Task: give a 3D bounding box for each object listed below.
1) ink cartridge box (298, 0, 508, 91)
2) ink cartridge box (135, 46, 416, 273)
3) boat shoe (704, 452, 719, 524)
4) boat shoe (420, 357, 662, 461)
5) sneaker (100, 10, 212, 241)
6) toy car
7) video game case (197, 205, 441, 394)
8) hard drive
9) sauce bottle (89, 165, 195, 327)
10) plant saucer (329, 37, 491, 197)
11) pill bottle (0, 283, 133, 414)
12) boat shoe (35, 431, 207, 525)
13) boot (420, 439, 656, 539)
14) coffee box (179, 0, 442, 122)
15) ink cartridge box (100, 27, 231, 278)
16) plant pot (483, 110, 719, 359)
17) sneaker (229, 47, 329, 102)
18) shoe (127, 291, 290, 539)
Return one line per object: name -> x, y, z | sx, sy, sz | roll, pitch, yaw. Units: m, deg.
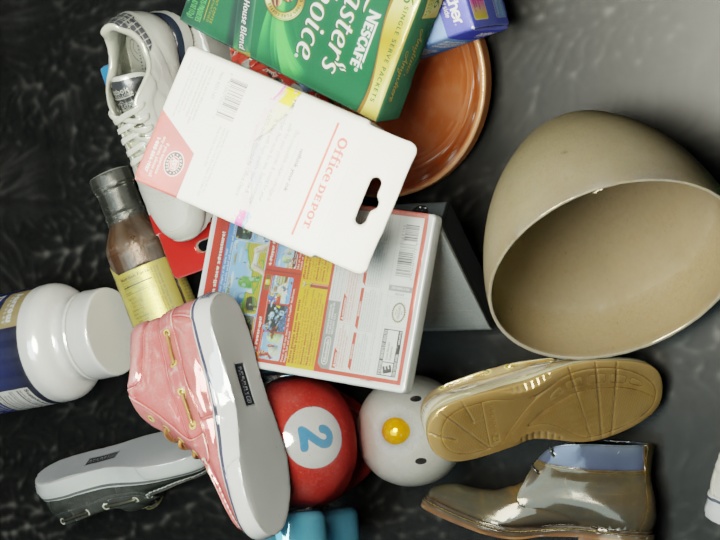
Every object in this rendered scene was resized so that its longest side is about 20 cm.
ink cartridge box -> 0.031, -0.239, 1.590 | 0.199, 0.076, 0.137 | -17, 90, 27
ink cartridge box -> -0.061, -0.084, 1.548 | 0.199, 0.067, 0.117 | 24, 94, 10
boat shoe -> 0.367, 0.173, 1.521 | 0.201, 0.075, 0.086 | 14, 102, 35
boat shoe -> 0.143, 0.100, 1.593 | 0.199, 0.069, 0.074 | -8, 111, -11
sneaker -> -0.179, -0.120, 1.674 | 0.076, 0.080, 0.201 | -10, 95, 27
toy car -> 0.014, 0.137, 1.653 | 0.199, 0.177, 0.185 | -9, 83, 16
video game case -> -0.039, 0.014, 1.585 | 0.199, 0.017, 0.144 | 8, 86, 25
hard drive -> 0.000, 0.000, 1.653 | 0.199, 0.033, 0.140 | -2, 140, 25
sauce bottle -> -0.191, 0.004, 1.788 | 0.065, 0.065, 0.201 | -23, 86, 29
plant saucer -> 0.020, -0.163, 1.667 | 0.200, 0.032, 0.201 | 5, 101, 27
pill bottle -> -0.309, 0.072, 1.833 | 0.199, 0.111, 0.111 | -12, 93, 28
boat shoe -> -0.213, 0.195, 1.835 | 0.199, 0.069, 0.057 | -13, 111, 30
boot -> 0.152, 0.177, 1.637 | 0.199, 0.075, 0.097 | 9, 93, 16
coffee box -> -0.038, -0.213, 1.561 | 0.200, 0.044, 0.123 | 30, 111, 21
ink cartridge box -> -0.138, -0.106, 1.738 | 0.116, 0.067, 0.201 | -19, 89, 29
plant pot -> 0.181, -0.045, 1.530 | 0.200, 0.200, 0.135 | -41, 42, 27
sneaker -> -0.081, -0.160, 1.640 | 0.067, 0.108, 0.202 | -23, 87, 28
shoe -> -0.123, 0.124, 1.573 | 0.091, 0.071, 0.201 | -20, 80, 28
